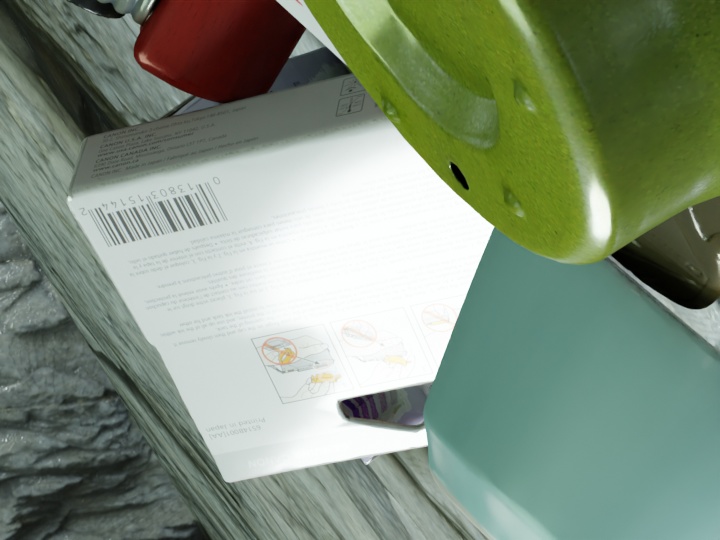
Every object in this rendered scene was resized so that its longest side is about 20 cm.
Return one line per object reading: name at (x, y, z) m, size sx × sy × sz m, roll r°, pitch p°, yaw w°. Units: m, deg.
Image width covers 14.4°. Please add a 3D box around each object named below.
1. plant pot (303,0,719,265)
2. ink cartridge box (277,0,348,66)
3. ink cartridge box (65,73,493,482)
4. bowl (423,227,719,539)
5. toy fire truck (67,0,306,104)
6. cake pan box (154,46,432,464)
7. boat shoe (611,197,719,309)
plant pot at (0.080, -0.104, 0.535) m, size 0.200 × 0.193 × 0.200 m, roll 52°, pitch 169°, yaw 14°
ink cartridge box at (0.021, -0.163, 0.738) m, size 0.147 × 0.146 × 0.200 m, roll 45°, pitch 165°, yaw 41°
ink cartridge box at (0.000, 0.000, 1.221) m, size 0.045 × 0.200 × 0.176 m, roll -79°, pitch -29°, yaw -48°
bowl at (0.100, 0.070, 1.046) m, size 0.201 × 0.105 × 0.201 m, roll 41°, pitch -177°, yaw -3°
toy fire truck at (-0.097, -0.146, 1.177) m, size 0.176 × 0.129 × 0.200 m, roll 31°, pitch -160°, yaw -4°
cake pan box at (-0.009, -0.013, 1.351) m, size 0.184 × 0.052 × 0.200 m, roll 54°, pitch -161°, yaw 3°
boat shoe at (0.127, -0.041, 0.904) m, size 0.073 × 0.063 × 0.201 m, roll 39°, pitch 164°, yaw 4°
